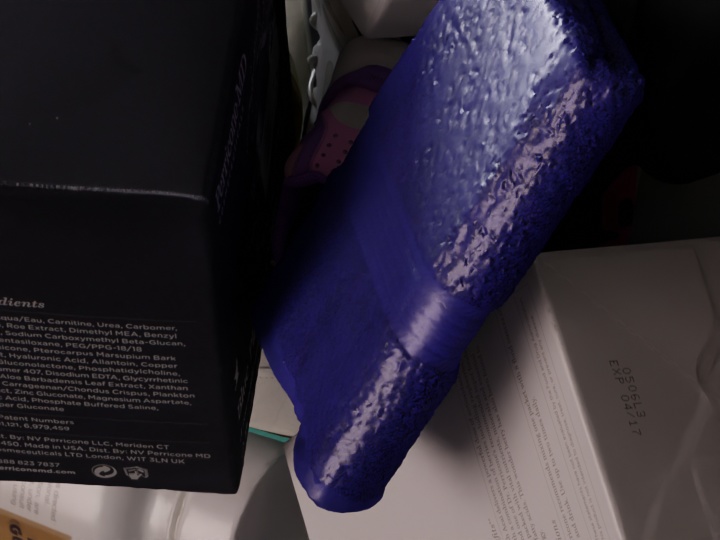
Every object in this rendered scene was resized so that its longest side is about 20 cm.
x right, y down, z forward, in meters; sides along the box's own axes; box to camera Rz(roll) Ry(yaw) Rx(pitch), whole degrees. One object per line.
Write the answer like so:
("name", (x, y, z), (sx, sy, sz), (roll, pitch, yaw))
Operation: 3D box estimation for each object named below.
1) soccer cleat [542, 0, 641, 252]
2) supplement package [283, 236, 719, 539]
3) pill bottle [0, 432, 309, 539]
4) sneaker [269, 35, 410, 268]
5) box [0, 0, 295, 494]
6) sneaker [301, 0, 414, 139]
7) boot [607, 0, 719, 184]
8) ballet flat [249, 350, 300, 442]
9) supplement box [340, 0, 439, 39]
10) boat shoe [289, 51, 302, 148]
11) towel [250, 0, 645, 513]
("soccer cleat", (0.079, -0.052, 1.163), (0.086, 0.070, 0.200), (-110, 35, -47))
("supplement package", (0.078, 0.082, 1.126), (0.200, 0.119, 0.122), (-38, 63, 51))
("pill bottle", (-0.119, 0.098, 1.390), (0.199, 0.114, 0.115), (18, 112, 28))
("sneaker", (0.000, 0.000, 1.214), (0.080, 0.089, 0.201), (20, 138, 21))
("box", (-0.097, -0.045, 1.167), (0.200, 0.117, 0.197), (87, -171, -53))
("sneaker", (-0.014, -0.119, 1.270), (0.201, 0.075, 0.115), (62, 139, 25))
("boot", (0.169, -0.098, 1.004), (0.162, 0.073, 0.199), (37, 121, 48))
("ballet flat", (-0.073, 0.029, 1.331), (0.199, 0.069, 0.070), (16, 112, 23))
("supplement box", (0.014, -0.200, 1.190), (0.200, 0.103, 0.101), (60, 139, 33))
("boat shoe", (-0.066, -0.039, 1.376), (0.067, 0.074, 0.200), (-88, 16, -48))
("towel", (0.033, -0.020, 1.062), (0.200, 0.049, 0.148), (-58, 26, 22))
